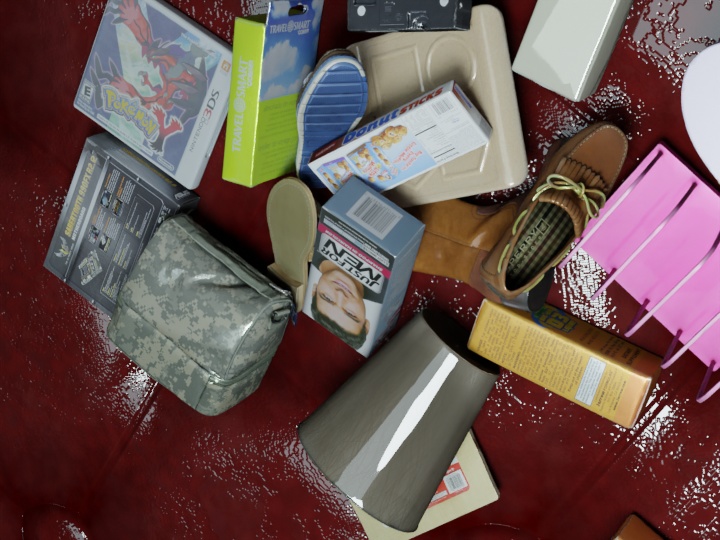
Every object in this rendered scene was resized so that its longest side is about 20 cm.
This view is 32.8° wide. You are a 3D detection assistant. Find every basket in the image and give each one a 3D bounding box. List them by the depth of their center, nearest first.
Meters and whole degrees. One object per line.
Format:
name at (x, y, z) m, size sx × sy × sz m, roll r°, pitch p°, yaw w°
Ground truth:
basket at (0.052, 0.154, 1.366) m, size 0.180 × 0.136 × 0.201 m, roll 40°, pitch 104°, yaw 16°

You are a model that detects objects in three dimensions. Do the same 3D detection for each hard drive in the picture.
hard drive at (0.053, -0.348, 1.258) m, size 0.138 × 0.038 × 0.204 m, roll 5°, pitch 98°, yaw 35°

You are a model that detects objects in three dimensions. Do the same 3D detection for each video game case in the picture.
video game case at (-0.247, -0.228, 1.489) m, size 0.199 × 0.023 × 0.184 m, roll 35°, pitch 118°, yaw 15°

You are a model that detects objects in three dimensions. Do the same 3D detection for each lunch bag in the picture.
lunch bag at (-0.184, 0.048, 1.466) m, size 0.199 × 0.139 × 0.169 m, roll 38°, pitch 125°, yaw 18°

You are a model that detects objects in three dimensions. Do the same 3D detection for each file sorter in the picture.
file sorter at (0.311, 0.004, 1.196) m, size 0.200 × 0.125 × 0.139 m, roll 43°, pitch 120°, yaw 6°

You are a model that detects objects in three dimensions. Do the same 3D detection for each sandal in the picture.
sandal at (-0.063, -0.041, 1.428) m, size 0.077 × 0.069 × 0.214 m, roll 39°, pitch 142°, yaw 26°

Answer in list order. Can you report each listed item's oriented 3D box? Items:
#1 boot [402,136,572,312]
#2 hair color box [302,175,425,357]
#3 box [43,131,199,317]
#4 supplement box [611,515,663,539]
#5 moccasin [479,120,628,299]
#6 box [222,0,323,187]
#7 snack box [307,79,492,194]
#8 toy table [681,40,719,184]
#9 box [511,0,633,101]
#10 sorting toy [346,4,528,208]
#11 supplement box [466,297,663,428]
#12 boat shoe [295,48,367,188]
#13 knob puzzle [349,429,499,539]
boot at (0.133, -0.069, 1.320) m, size 0.198 × 0.068 × 0.191 m, roll 21°, pitch 102°, yaw 38°
hair color box at (0.000, 0.000, 1.354) m, size 0.098 × 0.061 × 0.201 m, roll 34°, pitch 147°, yaw 15°
box at (-0.307, -0.048, 1.560) m, size 0.157 × 0.048 × 0.202 m, roll 34°, pitch 117°, yaw 16°
supplement box at (0.266, 0.371, 1.363) m, size 0.066 × 0.069 × 0.202 m, roll 37°, pitch 121°, yaw 15°
moccasin at (0.192, -0.060, 1.190) m, size 0.074 × 0.078 × 0.202 m, roll 45°, pitch 84°, yaw -11°
box at (-0.097, -0.204, 1.358) m, size 0.047 × 0.122 × 0.203 m, roll 17°, pitch 112°, yaw 24°
snack box at (0.038, -0.128, 1.282) m, size 0.198 × 0.025 × 0.072 m, roll -23°, pitch 123°, yaw 37°
toy table at (0.391, -0.133, 1.125) m, size 0.183 × 0.117 × 0.202 m, roll -34°, pitch 88°, yaw 31°
box at (0.226, -0.276, 1.198) m, size 0.081 × 0.068 × 0.202 m, roll 30°, pitch 117°, yaw 17°
sorting toy at (0.080, -0.169, 1.306) m, size 0.198 × 0.036 × 0.189 m, roll -8°, pitch 93°, yaw 37°
supplement box at (0.218, 0.089, 1.312) m, size 0.198 × 0.066 × 0.070 m, roll 24°, pitch 115°, yaw 19°
boat shoe at (-0.042, -0.177, 1.329) m, size 0.201 × 0.071 × 0.073 m, roll 112°, pitch 154°, yaw -54°
knob puzzle at (0.051, 0.208, 1.455) m, size 0.216 × 0.030 × 0.224 m, roll 2°, pitch 96°, yaw 24°
